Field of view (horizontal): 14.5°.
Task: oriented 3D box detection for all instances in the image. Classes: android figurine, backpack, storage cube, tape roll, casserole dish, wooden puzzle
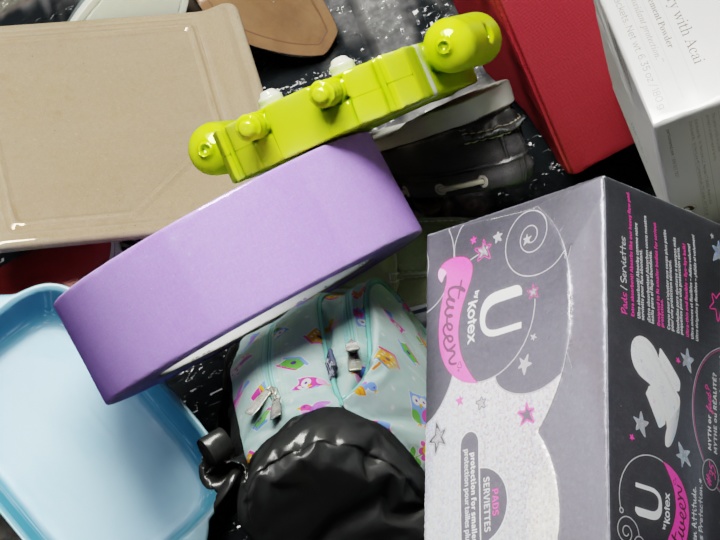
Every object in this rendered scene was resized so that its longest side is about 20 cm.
[{"bbox_3d":[-0.010,-0.093,1.582,0.181,0.041,0.200,-23,-1,21],"label":"android figurine"},{"bbox_3d":[-0.006,0.098,1.537,0.126,0.167,0.200,-24,28,8],"label":"backpack"},{"bbox_3d":[0.140,-0.195,1.665,0.199,0.180,0.171,-28,30,-3],"label":"storage cube"},{"bbox_3d":[-0.067,-0.001,1.567,0.200,0.200,0.066,-29,88,-1],"label":"tape roll"},{"bbox_3d":[-0.164,0.100,1.644,0.121,0.039,0.200,-40,75,-10],"label":"casserole dish"},{"bbox_3d":[-0.156,-0.083,1.734,0.199,0.037,0.186,-9,50,-11],"label":"wooden puzzle"}]

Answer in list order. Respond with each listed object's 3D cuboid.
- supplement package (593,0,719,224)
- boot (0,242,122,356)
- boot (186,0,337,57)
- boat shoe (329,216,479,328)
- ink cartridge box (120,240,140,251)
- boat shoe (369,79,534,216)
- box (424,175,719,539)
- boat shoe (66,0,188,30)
[{"bbox_3d":[0.238,-0.123,1.529,0.199,0.120,0.122,-20,56,1],"label":"supplement package"},{"bbox_3d":[-0.242,0.020,1.683,0.200,0.144,0.072,-43,45,-4],"label":"boot"},{"bbox_3d":[-0.119,-0.199,1.902,0.070,0.200,0.146,-57,13,-13],"label":"boot"},{"bbox_3d":[0.000,0.000,1.679,0.199,0.062,0.072,-12,47,19],"label":"boat shoe"},{"bbox_3d":[-0.158,0.003,1.781,0.099,0.039,0.200,17,60,39],"label":"ink cartridge box"},{"bbox_3d":[0.035,-0.062,1.690,0.074,0.061,0.200,-26,5,-36],"label":"boat shoe"},{"bbox_3d":[0.112,0.072,1.451,0.132,0.114,0.201,-18,61,42],"label":"box"},{"bbox_3d":[-0.177,-0.139,1.844,0.200,0.073,0.062,-58,36,25],"label":"boat shoe"}]
